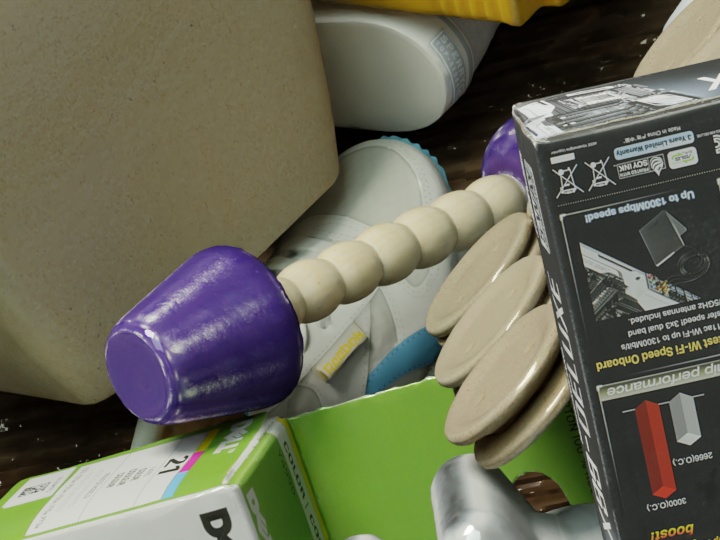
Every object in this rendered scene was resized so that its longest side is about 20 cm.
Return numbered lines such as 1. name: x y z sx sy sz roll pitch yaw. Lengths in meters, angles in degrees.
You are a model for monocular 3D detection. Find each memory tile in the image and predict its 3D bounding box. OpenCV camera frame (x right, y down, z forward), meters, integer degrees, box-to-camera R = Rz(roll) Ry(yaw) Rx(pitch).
1. memory tile: 0.092 -0.036 0.783 0.200 0.017 0.153 -48 12 10

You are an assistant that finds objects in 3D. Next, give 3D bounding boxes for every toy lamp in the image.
1. toy lamp: 0.000 0.000 0.891 0.200 0.058 0.058 -25 43 -37

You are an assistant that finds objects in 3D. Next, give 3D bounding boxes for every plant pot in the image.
1. plant pot: -0.127 -0.064 0.937 0.200 0.177 0.200 -44 27 -27

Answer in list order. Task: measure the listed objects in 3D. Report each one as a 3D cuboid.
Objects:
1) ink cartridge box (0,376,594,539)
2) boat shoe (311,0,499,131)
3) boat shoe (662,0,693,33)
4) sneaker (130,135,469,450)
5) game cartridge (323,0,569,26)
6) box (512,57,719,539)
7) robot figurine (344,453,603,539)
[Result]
1. ink cartridge box: -0.009 0.120 0.836 0.200 0.076 0.148 -17 101 16
2. boat shoe: -0.035 -0.105 1.040 0.200 0.072 0.069 5 40 37
3. boat shoe: 0.126 -0.037 0.900 0.067 0.074 0.200 41 113 24
4. sneaker: -0.024 0.034 0.940 0.076 0.081 0.200 12 66 32
5. game cartridge: 0.022 -0.163 1.023 0.200 0.032 0.176 10 43 31
6. box: 0.153 0.014 0.673 0.200 0.158 0.050 -14 14 1
7. robot figurine: 0.072 0.149 0.772 0.170 0.200 0.113 -36 13 12
